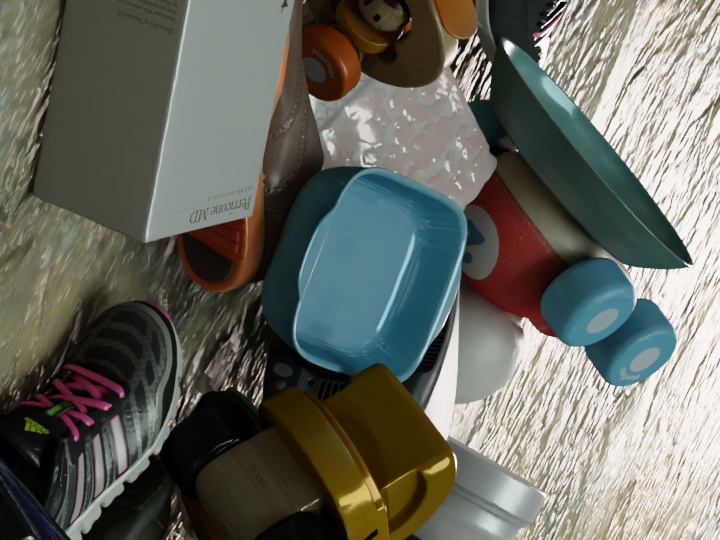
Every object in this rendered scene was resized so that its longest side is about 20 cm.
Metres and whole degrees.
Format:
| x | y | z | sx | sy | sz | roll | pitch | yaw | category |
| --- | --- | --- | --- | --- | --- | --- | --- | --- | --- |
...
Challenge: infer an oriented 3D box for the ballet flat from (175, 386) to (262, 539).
| x | y | z | sx | sy | sz | roll | pitch | yaw | category |
| --- | --- | --- | --- | --- | --- | --- | --- | --- | --- |
| -0.085 | 0.138 | 1.743 | 0.068 | 0.068 | 0.200 | -44 | 152 | -14 | ballet flat |

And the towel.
| x | y | z | sx | sy | sz | roll | pitch | yaw | category |
| --- | --- | --- | --- | --- | --- | --- | --- | --- | --- |
| -0.004 | -0.074 | 1.705 | 0.200 | 0.032 | 0.191 | -49 | 127 | -33 | towel |

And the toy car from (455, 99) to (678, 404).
| x | y | z | sx | sy | sz | roll | pitch | yaw | category |
| --- | --- | --- | --- | --- | --- | --- | --- | --- | --- |
| 0.079 | 0.024 | 1.905 | 0.200 | 0.184 | 0.177 | -38 | 150 | 7 | toy car |

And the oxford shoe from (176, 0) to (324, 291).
| x | y | z | sx | sy | sz | roll | pitch | yaw | category |
| --- | --- | --- | --- | --- | --- | --- | --- | --- | --- |
| -0.058 | -0.090 | 1.583 | 0.073 | 0.071 | 0.200 | -11 | 117 | -49 | oxford shoe |

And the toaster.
| x | y | z | sx | sy | sz | roll | pitch | yaw | category |
| --- | --- | --- | --- | --- | --- | --- | --- | --- | --- |
| 0.006 | 0.062 | 1.787 | 0.129 | 0.114 | 0.200 | 86 | 13 | -48 | toaster |

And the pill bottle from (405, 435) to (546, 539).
| x | y | z | sx | sy | sz | roll | pitch | yaw | category |
| --- | --- | --- | --- | --- | --- | --- | --- | --- | --- |
| 0.037 | 0.214 | 1.858 | 0.200 | 0.116 | 0.116 | -61 | 153 | 0 | pill bottle |

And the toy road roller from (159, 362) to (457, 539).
| x | y | z | sx | sy | sz | roll | pitch | yaw | category |
| --- | --- | --- | --- | --- | --- | --- | --- | --- | --- |
| -0.020 | 0.143 | 1.629 | 0.146 | 0.123 | 0.200 | -30 | 151 | -13 | toy road roller |

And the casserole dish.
| x | y | z | sx | sy | sz | roll | pitch | yaw | category |
| --- | --- | --- | --- | --- | --- | --- | --- | --- | --- |
| 0.000 | 0.000 | 1.633 | 0.200 | 0.039 | 0.121 | 21 | 90 | -62 | casserole dish |

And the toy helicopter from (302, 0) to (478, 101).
| x | y | z | sx | sy | sz | roll | pitch | yaw | category |
| --- | --- | --- | --- | --- | --- | --- | --- | --- | --- |
| 0.000 | -0.194 | 1.584 | 0.079 | 0.132 | 0.200 | -42 | 119 | -35 | toy helicopter |

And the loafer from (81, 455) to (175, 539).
| x | y | z | sx | sy | sz | roll | pitch | yaw | category |
| --- | --- | --- | --- | --- | --- | --- | --- | --- | --- |
| -0.170 | 0.186 | 1.605 | 0.200 | 0.075 | 0.070 | -42 | 139 | -43 | loafer |

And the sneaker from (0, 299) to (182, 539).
| x | y | z | sx | sy | sz | roll | pitch | yaw | category |
| --- | --- | --- | --- | --- | --- | --- | --- | --- | --- |
| -0.169 | 0.094 | 1.541 | 0.200 | 0.074 | 0.087 | -56 | 155 | -17 | sneaker |

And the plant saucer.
| x | y | z | sx | sy | sz | roll | pitch | yaw | category |
| --- | --- | --- | --- | --- | --- | --- | --- | --- | --- |
| 0.146 | -0.070 | 1.850 | 0.036 | 0.200 | 0.200 | -40 | 155 | 10 | plant saucer |

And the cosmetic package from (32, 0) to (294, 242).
| x | y | z | sx | sy | sz | roll | pitch | yaw | category |
| --- | --- | --- | --- | --- | --- | --- | --- | --- | --- |
| -0.101 | -0.126 | 1.494 | 0.108 | 0.085 | 0.200 | -19 | 124 | -55 | cosmetic package |

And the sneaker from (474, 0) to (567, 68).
| x | y | z | sx | sy | sz | roll | pitch | yaw | category |
| --- | --- | --- | --- | --- | --- | --- | --- | --- | --- |
| 0.136 | -0.197 | 1.873 | 0.071 | 0.099 | 0.200 | -50 | 149 | -37 | sneaker |

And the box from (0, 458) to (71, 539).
| x | y | z | sx | sy | sz | roll | pitch | yaw | category |
| --- | --- | --- | --- | --- | --- | --- | --- | --- | --- |
| -0.191 | 0.174 | 1.409 | 0.104 | 0.148 | 0.200 | -37 | 136 | -5 | box |
